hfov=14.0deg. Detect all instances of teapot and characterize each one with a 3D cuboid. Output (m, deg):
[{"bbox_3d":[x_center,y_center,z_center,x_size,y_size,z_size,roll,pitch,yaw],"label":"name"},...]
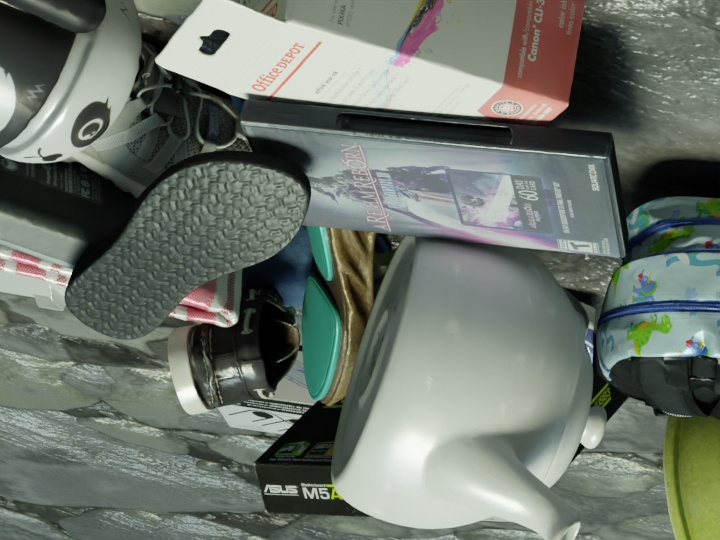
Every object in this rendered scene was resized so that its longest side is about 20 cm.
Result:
[{"bbox_3d":[0.075,0.068,1.734,0.146,0.200,0.197,17,165,-7],"label":"teapot"}]

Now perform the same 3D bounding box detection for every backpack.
[{"bbox_3d":[0.212,0.027,1.759,0.163,0.154,0.200,8,-173,13],"label":"backpack"}]

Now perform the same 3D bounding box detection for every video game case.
[{"bbox_3d":[0.044,-0.050,1.613,0.200,0.019,0.143,5,160,11],"label":"video game case"}]

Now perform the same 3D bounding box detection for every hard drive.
[{"bbox_3d":[-0.226,-0.078,1.715,0.200,0.140,0.033,20,128,-23],"label":"hard drive"}]

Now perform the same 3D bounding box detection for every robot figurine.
[{"bbox_3d":[-0.214,-0.133,1.565,0.200,0.125,0.150,23,-165,-29],"label":"robot figurine"}]

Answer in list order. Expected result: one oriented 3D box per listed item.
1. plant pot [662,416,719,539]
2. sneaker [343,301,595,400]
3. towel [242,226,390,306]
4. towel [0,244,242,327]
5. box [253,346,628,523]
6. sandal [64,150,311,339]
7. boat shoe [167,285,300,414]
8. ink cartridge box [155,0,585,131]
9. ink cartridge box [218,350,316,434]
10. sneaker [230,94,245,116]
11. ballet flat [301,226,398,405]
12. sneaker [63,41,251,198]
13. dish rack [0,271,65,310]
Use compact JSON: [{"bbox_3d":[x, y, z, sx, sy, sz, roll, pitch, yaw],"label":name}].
[{"bbox_3d":[0.330,0.140,1.943,0.184,0.201,0.200,-19,146,35],"label":"plant pot"},{"bbox_3d":[0.054,0.070,1.955,0.199,0.115,0.081,7,140,10],"label":"sneaker"},{"bbox_3d":[-0.082,-0.018,1.917,0.200,0.049,0.112,6,159,18],"label":"towel"},{"bbox_3d":[-0.162,-0.042,1.779,0.200,0.146,0.030,16,129,-13],"label":"towel"},{"bbox_3d":[0.057,0.108,2.010,0.200,0.193,0.048,0,116,30],"label":"box"},{"bbox_3d":[-0.099,-0.026,1.646,0.075,0.048,0.200,36,138,-21],"label":"sandal"},{"bbox_3d":[-0.067,0.045,1.838,0.060,0.074,0.200,-11,-178,12],"label":"boat shoe"},{"bbox_3d":[0.003,-0.125,1.554,0.200,0.068,0.116,16,159,-15],"label":"ink cartridge box"},{"bbox_3d":[-0.008,0.098,2.191,0.200,0.044,0.094,7,161,13],"label":"ink cartridge box"},{"bbox_3d":[0.020,-0.088,1.664,0.199,0.071,0.083,19,140,-17],"label":"sneaker"},{"bbox_3d":[0.000,0.000,1.819,0.072,0.068,0.200,-13,129,-15],"label":"ballet flat"},{"bbox_3d":[-0.126,-0.091,1.707,0.200,0.075,0.082,12,144,-27],"label":"sneaker"},{"bbox_3d":[-0.280,-0.023,1.983,0.200,0.044,0.172,7,159,31],"label":"dish rack"}]
